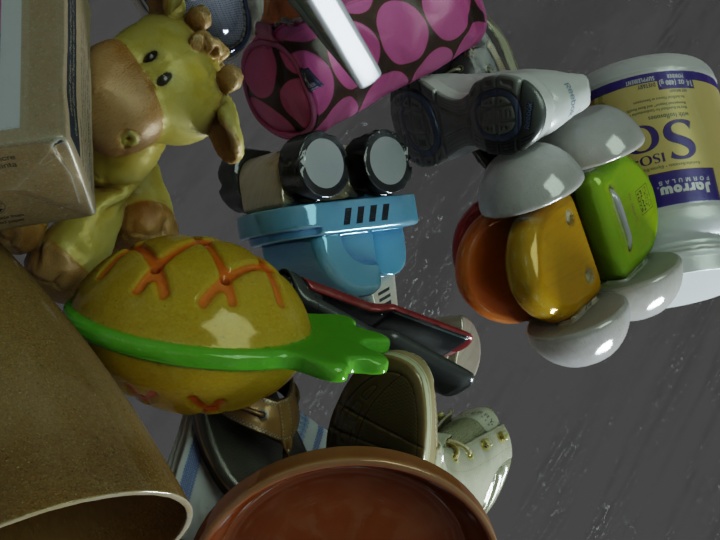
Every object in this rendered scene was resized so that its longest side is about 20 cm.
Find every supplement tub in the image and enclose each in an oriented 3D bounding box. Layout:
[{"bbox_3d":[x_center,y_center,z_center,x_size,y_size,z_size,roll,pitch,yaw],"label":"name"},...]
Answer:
[{"bbox_3d":[0.265,-0.076,1.253,0.145,0.145,0.200,5,68,-39],"label":"supplement tub"}]

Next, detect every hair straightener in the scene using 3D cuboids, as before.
[{"bbox_3d":[0.003,0.050,0.967,0.200,0.041,0.077,27,46,-35],"label":"hair straightener"}]

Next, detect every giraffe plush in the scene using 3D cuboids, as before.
[{"bbox_3d":[-0.150,-0.096,0.895,0.173,0.162,0.200,46,49,-15],"label":"giraffe plush"}]

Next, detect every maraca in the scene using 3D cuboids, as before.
[{"bbox_3d":[-0.081,0.036,0.853,0.200,0.107,0.137,9,17,0],"label":"maraca"}]

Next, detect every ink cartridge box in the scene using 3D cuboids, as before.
[{"bbox_3d":[-0.253,-0.099,0.777,0.200,0.075,0.165,-9,57,-1],"label":"ink cartridge box"}]

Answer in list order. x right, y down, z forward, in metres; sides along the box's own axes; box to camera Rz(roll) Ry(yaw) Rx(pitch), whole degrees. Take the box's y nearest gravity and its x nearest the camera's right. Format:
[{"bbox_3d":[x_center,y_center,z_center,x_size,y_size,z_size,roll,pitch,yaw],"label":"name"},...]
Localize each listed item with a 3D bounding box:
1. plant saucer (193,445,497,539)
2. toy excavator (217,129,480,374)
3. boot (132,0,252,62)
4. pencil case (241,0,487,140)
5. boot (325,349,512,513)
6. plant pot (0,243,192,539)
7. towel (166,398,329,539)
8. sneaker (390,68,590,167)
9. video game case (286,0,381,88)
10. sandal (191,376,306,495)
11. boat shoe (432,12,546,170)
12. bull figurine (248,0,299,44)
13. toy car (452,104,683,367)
[{"bbox_3d":[-0.011,0.193,0.888,0.200,0.200,0.032,36,18,-23],"label":"plant saucer"},{"bbox_3d":[0.000,0.000,1.046,0.194,0.100,0.200,-7,90,-43],"label":"toy excavator"},{"bbox_3d":[-0.113,-0.202,0.903,0.073,0.090,0.200,-50,135,-12],"label":"boot"},{"bbox_3d":[0.006,-0.176,1.059,0.200,0.091,0.094,-34,116,-34],"label":"pencil case"},{"bbox_3d":[0.047,0.122,0.962,0.155,0.072,0.200,-31,132,-49],"label":"boot"},{"bbox_3d":[-0.214,0.080,0.775,0.186,0.186,0.200,-3,59,-41],"label":"plant pot"},{"bbox_3d":[-0.052,0.167,0.965,0.200,0.024,0.147,34,51,-27],"label":"towel"},{"bbox_3d":[0.097,-0.123,1.100,0.087,0.200,0.075,-17,106,-34],"label":"sneaker"},{"bbox_3d":[-0.070,-0.229,0.911,0.182,0.022,0.200,53,0,32],"label":"video game case"},{"bbox_3d":[-0.071,0.076,0.933,0.082,0.055,0.200,-4,73,-44],"label":"sandal"},{"bbox_3d":[0.095,-0.157,1.192,0.200,0.074,0.073,48,48,-12],"label":"boat shoe"},{"bbox_3d":[-0.042,-0.225,1.100,0.200,0.065,0.122,0,104,-48],"label":"bull figurine"},{"bbox_3d":[0.154,-0.026,1.126,0.200,0.150,0.175,-33,107,-40],"label":"toy car"}]
